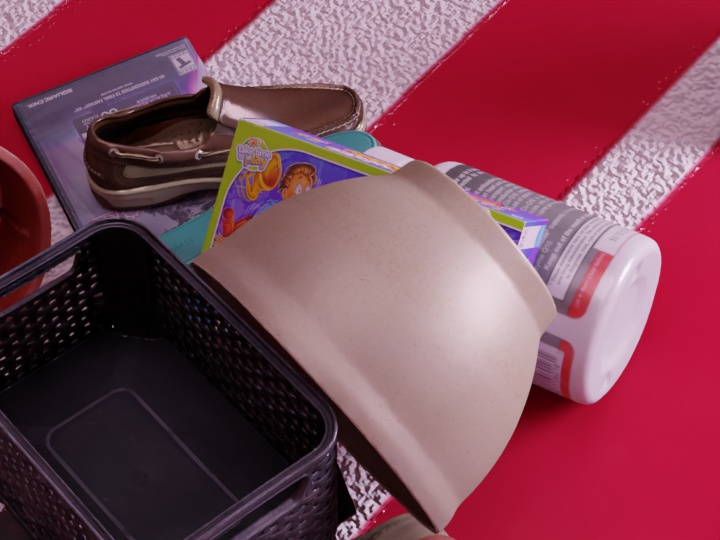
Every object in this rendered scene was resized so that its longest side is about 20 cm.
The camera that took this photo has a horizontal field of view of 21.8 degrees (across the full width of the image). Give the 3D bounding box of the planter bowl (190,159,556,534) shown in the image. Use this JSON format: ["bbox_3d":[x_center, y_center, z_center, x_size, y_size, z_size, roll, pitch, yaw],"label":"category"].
[{"bbox_3d":[0.022,0.026,1.030,0.135,0.200,0.200,-42,59,-7],"label":"planter bowl"}]

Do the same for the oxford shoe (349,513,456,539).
[{"bbox_3d":[-0.028,0.212,1.089,0.199,0.071,0.075,-29,28,-15],"label":"oxford shoe"}]

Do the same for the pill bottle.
[{"bbox_3d":[0.081,-0.002,1.204,0.199,0.114,0.114,24,57,21],"label":"pill bottle"}]

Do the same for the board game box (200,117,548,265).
[{"bbox_3d":[0.000,0.000,1.153,0.199,0.045,0.135,21,101,22],"label":"board game box"}]

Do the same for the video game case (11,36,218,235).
[{"bbox_3d":[-0.151,-0.077,1.343,0.142,0.019,0.200,-23,53,-13],"label":"video game case"}]

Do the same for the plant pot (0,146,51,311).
[{"bbox_3d":[-0.339,-0.047,1.236,0.200,0.201,0.195,-32,48,-19],"label":"plant pot"}]

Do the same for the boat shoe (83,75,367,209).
[{"bbox_3d":[-0.093,-0.098,1.296,0.201,0.075,0.075,-17,52,-9],"label":"boat shoe"}]

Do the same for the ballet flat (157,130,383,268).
[{"bbox_3d":[-0.068,-0.025,1.263,0.199,0.074,0.074,-29,55,-14],"label":"ballet flat"}]

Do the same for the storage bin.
[{"bbox_3d":[-0.117,0.083,0.977,0.135,0.094,0.200,-32,58,-26],"label":"storage bin"}]

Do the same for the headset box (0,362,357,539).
[{"bbox_3d":[-0.103,0.145,1.035,0.199,0.077,0.149,-14,51,-11],"label":"headset box"}]
